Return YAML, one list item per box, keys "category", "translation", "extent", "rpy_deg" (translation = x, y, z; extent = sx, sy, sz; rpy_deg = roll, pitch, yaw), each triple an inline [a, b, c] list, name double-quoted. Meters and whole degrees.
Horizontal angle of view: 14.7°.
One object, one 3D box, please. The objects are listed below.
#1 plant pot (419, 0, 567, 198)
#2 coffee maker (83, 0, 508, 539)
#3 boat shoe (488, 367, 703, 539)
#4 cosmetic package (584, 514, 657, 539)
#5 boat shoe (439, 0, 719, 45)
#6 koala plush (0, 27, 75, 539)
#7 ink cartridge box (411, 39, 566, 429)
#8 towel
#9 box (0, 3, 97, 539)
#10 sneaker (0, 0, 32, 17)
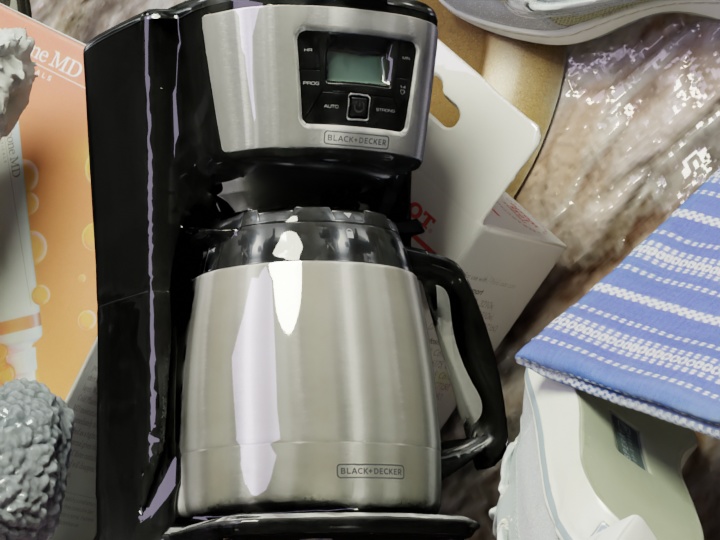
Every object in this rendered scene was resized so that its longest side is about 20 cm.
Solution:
- category: "plant pot"
  translation: [0.006, -0.078, 1.220]
  extent: [0.200, 0.027, 0.201]
  rpy_deg: [-24, 55, 39]
- category: "coffee maker"
  translation: [-0.049, 0.007, 1.036]
  extent: [0.192, 0.135, 0.201]
  rpy_deg: [-9, 78, 35]
- category: "boat shoe"
  translation: [0.073, 0.079, 0.977]
  extent: [0.072, 0.070, 0.201]
  rpy_deg: [-52, 7, 15]
- category: "cosmetic package"
  translation: [0.092, 0.189, 0.861]
  extent: [0.101, 0.200, 0.071]
  rpy_deg: [-33, 4, 30]
- category: "boat shoe"
  translation: [0.101, -0.134, 1.103]
  extent: [0.202, 0.065, 0.075]
  rpy_deg: [7, 69, 43]
- category: "koala plush"
  translation: [-0.204, -0.009, 1.094]
  extent: [0.177, 0.184, 0.200]
  rpy_deg: [-5, 55, 34]
- category: "ink cartridge box"
  translation: [0.000, 0.000, 1.127]
  extent: [0.115, 0.068, 0.200]
  rpy_deg: [44, 108, 32]
- category: "towel"
  translation: [0.164, -0.018, 0.947]
  extent: [0.200, 0.024, 0.145]
  rpy_deg: [-41, 33, -23]
- category: "box"
  translation: [-0.141, 0.004, 1.203]
  extent: [0.124, 0.097, 0.200]
  rpy_deg: [26, 89, 20]
- category: "sneaker"
  translation: [-0.175, -0.065, 1.381]
  extent: [0.084, 0.077, 0.201]
  rpy_deg: [-15, 70, 35]
